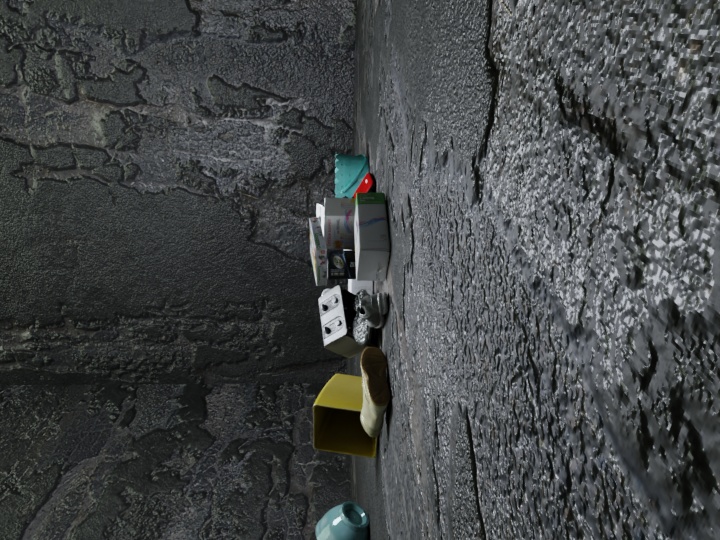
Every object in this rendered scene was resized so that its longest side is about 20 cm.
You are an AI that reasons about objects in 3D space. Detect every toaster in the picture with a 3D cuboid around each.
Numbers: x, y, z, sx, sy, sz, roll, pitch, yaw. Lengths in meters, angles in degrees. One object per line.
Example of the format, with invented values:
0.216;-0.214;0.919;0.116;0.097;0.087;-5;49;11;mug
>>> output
-0.040;0.170;1.686;0.200;0.118;0.182;32;-141;-47;toaster

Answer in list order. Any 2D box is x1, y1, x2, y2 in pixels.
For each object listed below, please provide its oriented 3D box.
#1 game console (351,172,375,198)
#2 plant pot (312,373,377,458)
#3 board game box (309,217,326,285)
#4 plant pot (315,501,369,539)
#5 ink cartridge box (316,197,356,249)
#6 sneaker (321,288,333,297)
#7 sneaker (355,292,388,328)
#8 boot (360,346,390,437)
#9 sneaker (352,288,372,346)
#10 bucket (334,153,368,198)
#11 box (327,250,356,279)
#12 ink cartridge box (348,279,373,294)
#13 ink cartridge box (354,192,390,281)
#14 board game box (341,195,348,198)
0.036;-0.234;1.848;0.173;0.118;0.200;-56;14;15;game console
-0.033;0.443;1.645;0.177;0.198;0.201;-73;-12;-56;plant pot
-0.131;-0.062;1.604;0.201;0.034;0.127;-108;16;-56;board game box
-0.049;0.949;1.924;0.135;0.199;0.200;-60;12;14;plant pot
-0.045;-0.151;1.687;0.126;0.198;0.129;-95;6;-56;ink cartridge box
-0.054;0.138;1.875;0.073;0.199;0.112;-59;0;-10;sneaker
0.027;0.105;1.432;0.200;0.081;0.075;98;172;-65;sneaker
0.034;0.321;1.386;0.201;0.072;0.156;-103;15;-51;boot
0.023;0.146;1.587;0.074;0.079;0.201;-40;31;33;sneaker
-0.037;-0.372;2.104;0.207;0.133;0.209;179;90;-86;bucket
-0.022;-0.017;1.601;0.200;0.162;0.087;-176;86;-87;box
0.000;0.000;1.858;0.145;0.083;0.202;151;119;-85;ink cartridge box
0.028;-0.091;1.424;0.145;0.083;0.201;95;173;-54;ink cartridge box
-0.018;-0.193;1.878;0.136;0.028;0.200;64;-173;3;board game box
